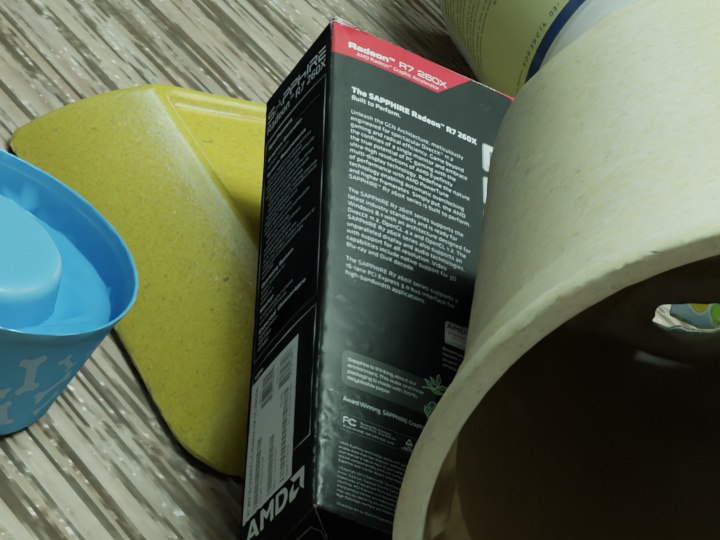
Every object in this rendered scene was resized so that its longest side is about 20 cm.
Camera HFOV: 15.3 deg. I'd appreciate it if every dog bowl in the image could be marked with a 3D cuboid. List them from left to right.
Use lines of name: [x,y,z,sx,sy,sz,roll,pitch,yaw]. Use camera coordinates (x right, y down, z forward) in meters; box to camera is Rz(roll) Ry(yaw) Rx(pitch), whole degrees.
dog bowl: [-0.168,-0.011,0.803,0.200,0.050,0.112,21,25,-11]

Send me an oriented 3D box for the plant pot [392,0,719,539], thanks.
plant pot: [0.105,0.021,0.734,0.200,0.201,0.184,20,30,-14]

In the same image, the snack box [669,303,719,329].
snack box: [0.233,0.018,0.893,0.200,0.068,0.169,6,14,-40]

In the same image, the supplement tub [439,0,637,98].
supplement tub: [0.116,-0.113,1.159,0.145,0.145,0.200,14,28,-26]

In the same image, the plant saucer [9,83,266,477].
plant saucer: [0.000,0.000,0.946,0.200,0.048,0.200,9,31,-34]

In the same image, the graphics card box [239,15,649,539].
graphics card box: [0.030,0.025,0.838,0.125,0.051,0.200,22,44,-23]
